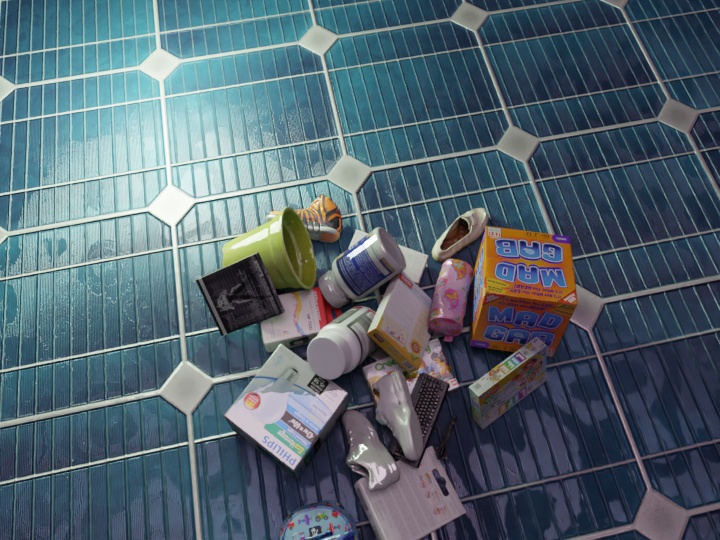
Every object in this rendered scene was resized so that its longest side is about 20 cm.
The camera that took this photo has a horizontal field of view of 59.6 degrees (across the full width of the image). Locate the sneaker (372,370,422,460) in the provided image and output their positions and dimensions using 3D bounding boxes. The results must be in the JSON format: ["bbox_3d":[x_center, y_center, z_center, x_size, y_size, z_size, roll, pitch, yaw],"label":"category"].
[{"bbox_3d":[0.075,0.324,1.370,0.087,0.075,0.202,-24,51,13],"label":"sneaker"}]

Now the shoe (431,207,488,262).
[{"bbox_3d":[0.265,-0.098,1.627,0.070,0.054,0.200,42,71,18],"label":"shoe"}]

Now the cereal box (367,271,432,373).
[{"bbox_3d":[0.104,0.116,1.463,0.144,0.039,0.201,44,44,-15],"label":"cereal box"}]

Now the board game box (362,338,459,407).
[{"bbox_3d":[0.116,0.253,1.468,0.197,0.035,0.128,-20,67,-10],"label":"board game box"}]

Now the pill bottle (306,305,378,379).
[{"bbox_3d":[-0.033,0.162,1.413,0.113,0.115,0.199,33,26,15],"label":"pill bottle"}]

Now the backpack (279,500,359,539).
[{"bbox_3d":[-0.079,0.566,1.263,0.179,0.135,0.203,-11,62,-7],"label":"backpack"}]

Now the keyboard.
[{"bbox_3d":[0.154,0.340,1.401,0.125,0.021,0.202,22,69,8],"label":"keyboard"}]

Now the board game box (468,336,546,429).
[{"bbox_3d":[0.335,0.254,1.413,0.198,0.136,0.034,-33,46,-15],"label":"board game box"}]

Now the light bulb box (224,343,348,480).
[{"bbox_3d":[-0.159,0.312,1.388,0.196,0.125,0.201,32,67,14],"label":"light bulb box"}]

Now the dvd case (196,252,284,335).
[{"bbox_3d":[-0.283,0.059,1.470,0.197,0.016,0.151,-21,97,28],"label":"dvd case"}]

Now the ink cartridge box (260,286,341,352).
[{"bbox_3d":[-0.142,0.114,1.515,0.196,0.068,0.118,-12,65,-7],"label":"ink cartridge box"}]

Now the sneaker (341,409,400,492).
[{"bbox_3d":[-0.001,0.385,1.352,0.087,0.076,0.200,-21,43,-24],"label":"sneaker"}]

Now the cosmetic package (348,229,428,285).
[{"bbox_3d":[0.066,-0.027,1.593,0.197,0.051,0.084,21,68,9],"label":"cosmetic package"}]

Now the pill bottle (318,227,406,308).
[{"bbox_3d":[0.000,0.000,1.507,0.199,0.119,0.121,-35,65,19],"label":"pill bottle"}]

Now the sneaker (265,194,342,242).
[{"bbox_3d":[-0.144,-0.144,1.643,0.196,0.078,0.114,12,60,-7],"label":"sneaker"}]

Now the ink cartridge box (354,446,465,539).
[{"bbox_3d":[0.106,0.494,1.357,0.197,0.050,0.163,-15,64,-28],"label":"ink cartridge box"}]

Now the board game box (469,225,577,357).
[{"bbox_3d":[0.367,0.049,1.454,0.196,0.202,0.202,7,49,4],"label":"board game box"}]

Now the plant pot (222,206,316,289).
[{"bbox_3d":[-0.228,-0.030,1.520,0.181,0.201,0.204,-15,63,14],"label":"plant pot"}]

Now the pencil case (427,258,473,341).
[{"bbox_3d":[0.218,0.068,1.511,0.086,0.088,0.202,13,51,6],"label":"pencil case"}]
